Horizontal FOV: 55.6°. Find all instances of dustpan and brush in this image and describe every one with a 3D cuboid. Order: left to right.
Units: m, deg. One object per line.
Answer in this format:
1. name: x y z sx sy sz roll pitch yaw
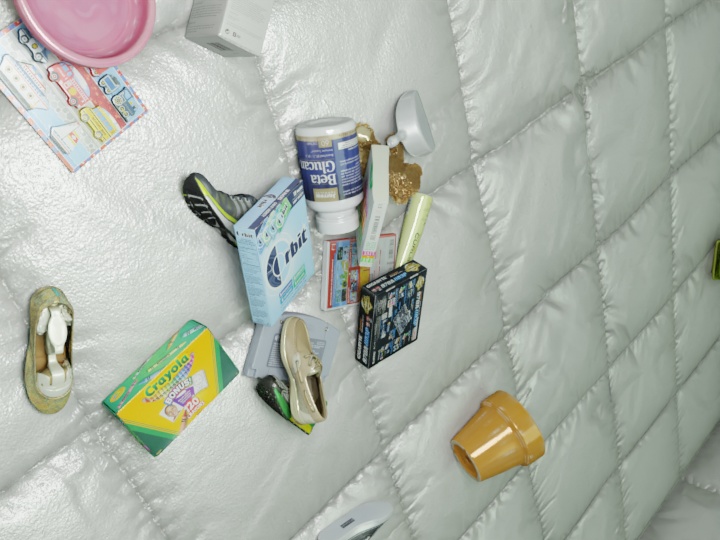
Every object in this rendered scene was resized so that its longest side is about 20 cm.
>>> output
1. dustpan and brush: 0.095 -0.280 1.375 0.200 0.057 0.140 -59 132 -65

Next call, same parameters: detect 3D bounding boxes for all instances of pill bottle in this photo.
1. pill bottle: -0.053 -0.173 1.258 0.111 0.111 0.201 -25 117 -37

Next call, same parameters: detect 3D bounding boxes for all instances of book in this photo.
1. book: 0.025 -0.116 1.277 0.200 0.048 0.134 103 -10 -55

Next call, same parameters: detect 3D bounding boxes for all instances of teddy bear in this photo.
1. teddy bear: 0.038 -0.213 1.374 0.199 0.067 0.146 8 78 -44

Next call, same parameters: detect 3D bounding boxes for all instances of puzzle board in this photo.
1. puzzle board: -0.410 -0.260 0.957 0.151 0.017 0.200 -49 130 -23

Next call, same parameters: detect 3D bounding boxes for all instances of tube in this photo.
1. tube: 0.109 -0.069 1.487 0.058 0.052 0.201 14 93 -32

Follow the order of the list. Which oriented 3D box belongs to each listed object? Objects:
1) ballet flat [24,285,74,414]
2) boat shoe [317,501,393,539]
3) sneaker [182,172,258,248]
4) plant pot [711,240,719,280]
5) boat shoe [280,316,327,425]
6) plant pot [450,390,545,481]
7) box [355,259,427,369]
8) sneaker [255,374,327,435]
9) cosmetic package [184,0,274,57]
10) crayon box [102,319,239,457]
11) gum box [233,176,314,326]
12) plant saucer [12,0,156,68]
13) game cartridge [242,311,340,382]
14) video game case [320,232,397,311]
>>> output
1. ballet flat: -0.449 0.124 0.995 0.070 0.071 0.201 -6 106 -43
2. boat shoe: -0.007 0.593 1.548 0.199 0.072 0.068 -19 112 -36
3. sneaker: -0.221 -0.106 1.154 0.200 0.074 0.081 50 61 -48
4. plant pot: 1.541 -0.031 2.748 0.199 0.182 0.200 -7 108 -12
5. boat shoe: -0.098 0.181 1.260 0.072 0.065 0.201 8 71 -57
6. plant pot: 0.343 0.445 1.775 0.183 0.200 0.201 -30 122 -16
7. box: 0.065 0.094 1.458 0.159 0.046 0.201 -26 135 -36
8. sneaker: -0.131 0.242 1.319 0.085 0.078 0.200 -52 145 -11
9. cosmetic package: -0.190 -0.442 1.054 0.085 0.107 0.201 15 93 -45
10. crayon box: -0.314 0.195 1.149 0.200 0.058 0.119 -46 129 -25
11. gum box: -0.145 -0.034 1.191 0.170 0.044 0.201 -55 150 -46
12. plant saucer: -0.375 -0.374 0.919 0.200 0.051 0.202 -4 96 -48
13. game cartridge: -0.130 0.149 1.330 0.200 0.040 0.134 15 94 -45
14. video game case: 0.000 0.000 1.424 0.199 0.017 0.144 -9 108 -43
